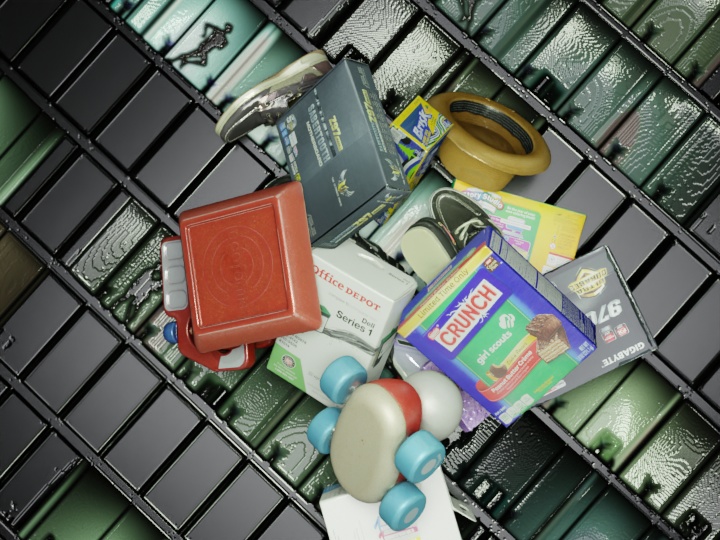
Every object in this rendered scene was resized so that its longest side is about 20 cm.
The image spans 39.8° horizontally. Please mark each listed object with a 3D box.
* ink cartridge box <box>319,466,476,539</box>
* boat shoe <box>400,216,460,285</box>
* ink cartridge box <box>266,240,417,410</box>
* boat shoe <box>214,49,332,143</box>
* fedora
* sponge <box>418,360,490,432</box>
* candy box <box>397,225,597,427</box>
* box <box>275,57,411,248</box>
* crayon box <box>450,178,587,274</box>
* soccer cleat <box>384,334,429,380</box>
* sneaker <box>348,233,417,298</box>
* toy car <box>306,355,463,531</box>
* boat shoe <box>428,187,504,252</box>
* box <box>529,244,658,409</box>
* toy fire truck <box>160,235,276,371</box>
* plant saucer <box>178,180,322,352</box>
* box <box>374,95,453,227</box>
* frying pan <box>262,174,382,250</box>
[{"bbox_3d":[0.057,0.344,1.386,0.198,0.129,0.126,-17,87,0],"label":"ink cartridge box"},{"bbox_3d":[0.124,0.021,1.355,0.073,0.063,0.202,-22,103,29],"label":"boat shoe"},{"bbox_3d":[-0.028,0.076,1.374,0.145,0.084,0.201,29,118,17],"label":"ink cartridge box"},{"bbox_3d":[-0.121,-0.245,1.457,0.199,0.072,0.065,-36,81,-6],"label":"boat shoe"},{"bbox_3d":[0.172,-0.175,1.412,0.199,0.201,0.082,25,125,3],"label":"fedora"},{"bbox_3d":[0.192,0.126,1.415,0.199,0.030,0.112,-36,88,-17],"label":"sponge"},{"bbox_3d":[0.177,0.074,1.286,0.200,0.077,0.169,41,113,-7],"label":"candy box"},{"bbox_3d":[-0.027,-0.153,1.315,0.157,0.051,0.202,-34,64,37],"label":"box"},{"bbox_3d":[0.213,-0.047,1.436,0.198,0.058,0.120,16,87,3],"label":"crayon box"},{"bbox_3d":[0.074,0.127,1.436,0.073,0.068,0.201,-30,85,-19],"label":"soccer cleat"},{"bbox_3d":[0.000,0.000,1.438,0.200,0.074,0.080,41,108,-6],"label":"sneaker"},{"bbox_3d":[0.067,0.203,1.312,0.184,0.199,0.178,41,132,33],"label":"toy car"},{"bbox_3d":[0.163,-0.045,1.360,0.071,0.064,0.200,-40,68,0],"label":"boat shoe"},{"bbox_3d":[0.284,0.078,1.375,0.199,0.046,0.160,-25,86,3],"label":"box"},{"bbox_3d":[-0.213,0.045,1.436,0.167,0.112,0.202,-6,85,26],"label":"toy fire truck"},{"bbox_3d":[-0.159,-0.004,1.330,0.198,0.037,0.202,-12,82,23],"label":"plant saucer"},{"bbox_3d":[0.055,-0.148,1.375,0.064,0.200,0.070,39,59,4],"label":"box"},{"bbox_3d":[-0.061,-0.083,1.463,0.188,0.031,0.116,0,92,-9],"label":"frying pan"}]
